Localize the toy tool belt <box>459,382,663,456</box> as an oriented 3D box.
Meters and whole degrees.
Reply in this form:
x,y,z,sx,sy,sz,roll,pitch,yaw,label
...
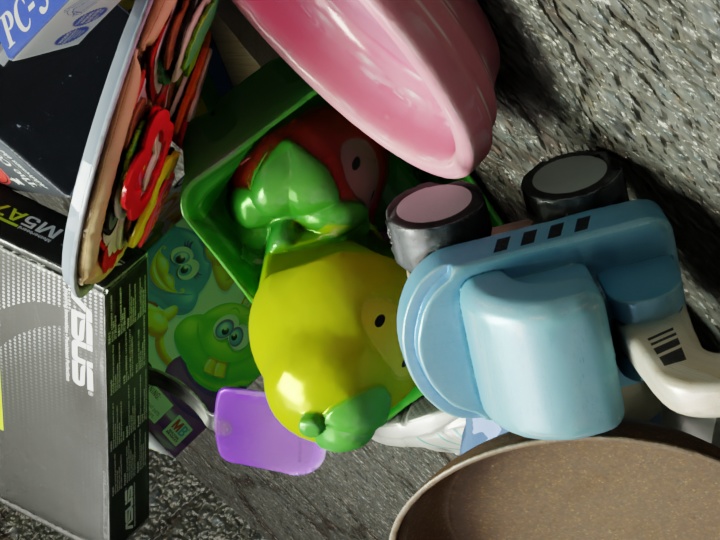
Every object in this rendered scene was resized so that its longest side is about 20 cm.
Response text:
x,y,z,sx,sy,sz,roll,pitch,yaw,label
0.087,0.092,1.436,0.125,0.123,0.201,34,134,54,toy tool belt

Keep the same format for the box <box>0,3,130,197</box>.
x,y,z,sx,sy,sz,roll,pitch,yaw,label
-0.239,-0.141,1.544,0.200,0.104,0.182,42,163,-29,box

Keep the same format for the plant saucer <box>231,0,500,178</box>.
x,y,z,sx,sy,sz,roll,pitch,yaw,label
-0.005,-0.130,1.327,0.200,0.051,0.201,43,170,10,plant saucer

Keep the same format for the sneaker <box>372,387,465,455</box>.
x,y,z,sx,sy,sz,roll,pitch,yaw,label
0.081,0.085,1.574,0.200,0.071,0.080,-5,129,42,sneaker

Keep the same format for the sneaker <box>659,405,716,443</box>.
x,y,z,sx,sy,sz,roll,pitch,yaw,label
0.190,0.136,1.482,0.200,0.088,0.075,54,167,-30,sneaker

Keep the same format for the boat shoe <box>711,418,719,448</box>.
x,y,z,sx,sy,sz,roll,pitch,yaw,label
0.227,0.125,1.398,0.071,0.070,0.201,8,143,32,boat shoe

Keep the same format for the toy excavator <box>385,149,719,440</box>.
x,y,z,sx,sy,sz,roll,pitch,yaw,label
0.118,0.031,1.249,0.200,0.194,0.100,-107,4,-62,toy excavator

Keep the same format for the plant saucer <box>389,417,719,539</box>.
x,y,z,sx,sy,sz,roll,pitch,yaw,label
0.114,0.126,1.347,0.200,0.037,0.201,3,140,3,plant saucer

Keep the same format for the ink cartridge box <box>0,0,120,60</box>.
x,y,z,sx,sy,sz,roll,pitch,yaw,label
-0.120,-0.181,1.287,0.200,0.044,0.094,-36,77,52,ink cartridge box

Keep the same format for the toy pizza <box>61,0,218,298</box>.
x,y,z,sx,sy,sz,roll,pitch,yaw,label
-0.103,-0.079,1.439,0.032,0.201,0.200,18,166,3,toy pizza

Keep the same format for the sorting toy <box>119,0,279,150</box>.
x,y,z,sx,sy,sz,roll,pitch,yaw,label
-0.152,-0.148,1.664,0.199,0.070,0.200,50,158,-25,sorting toy

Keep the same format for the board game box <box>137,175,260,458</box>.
x,y,z,sx,sy,sz,roll,pitch,yaw,label
-0.084,0.002,1.699,0.105,0.200,0.103,48,168,-13,board game box

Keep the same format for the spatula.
x,y,z,sx,sy,sz,roll,pitch,yaw,label
-0.108,0.067,1.590,0.199,0.021,0.057,20,131,24,spatula

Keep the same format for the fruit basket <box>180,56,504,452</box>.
x,y,z,sx,sy,sz,roll,pitch,yaw,label
0.000,0.000,1.498,0.216,0.155,0.216,53,-179,-2,fruit basket

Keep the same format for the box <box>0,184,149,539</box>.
x,y,z,sx,sy,sz,roll,pitch,yaw,label
-0.206,0.042,1.597,0.193,0.047,0.201,26,134,25,box
